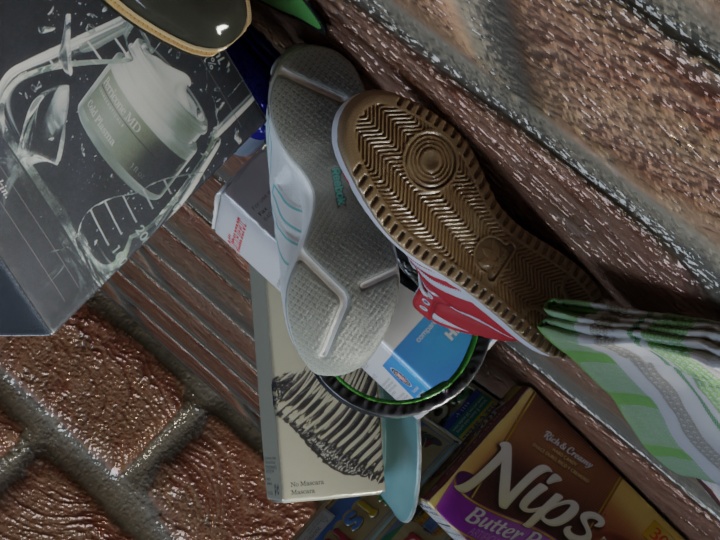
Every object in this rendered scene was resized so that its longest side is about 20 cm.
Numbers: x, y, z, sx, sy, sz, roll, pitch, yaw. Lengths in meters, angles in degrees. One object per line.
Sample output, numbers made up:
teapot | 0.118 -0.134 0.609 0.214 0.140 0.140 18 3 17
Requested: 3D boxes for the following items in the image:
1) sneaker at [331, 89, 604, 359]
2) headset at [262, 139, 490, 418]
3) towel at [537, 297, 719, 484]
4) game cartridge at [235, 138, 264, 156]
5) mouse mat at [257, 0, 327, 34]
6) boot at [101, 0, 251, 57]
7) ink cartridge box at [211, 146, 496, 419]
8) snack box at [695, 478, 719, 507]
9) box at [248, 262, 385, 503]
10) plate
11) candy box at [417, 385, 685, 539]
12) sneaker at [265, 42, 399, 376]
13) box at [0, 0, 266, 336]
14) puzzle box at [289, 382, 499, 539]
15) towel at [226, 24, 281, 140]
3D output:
sneaker | 0.043 -0.025 1.335 0.200 0.071 0.112 44 168 -19
headset | 0.004 -0.005 1.460 0.201 0.123 0.094 60 173 4
towel | 0.187 0.079 1.231 0.149 0.031 0.200 48 162 -23
game cartridge | -0.134 -0.159 1.605 0.200 0.042 0.133 44 175 -5
mouse mat | -0.107 -0.213 1.334 0.200 0.008 0.161 31 165 49
boot | -0.106 -0.192 1.196 0.200 0.078 0.138 50 162 -23
ink cartridge box | 0.000 0.000 1.584 0.200 0.086 0.146 44 170 2
snack box | 0.212 0.111 1.368 0.200 0.024 0.072 48 168 -26
box | -0.033 0.065 1.691 0.068 0.081 0.202 161 103 -78
plate | 0.012 0.090 1.752 0.200 0.025 0.202 173 90 -80
candy box | 0.150 0.194 1.722 0.200 0.117 0.056 45 170 -7
sneaker | -0.019 -0.039 1.386 0.080 0.070 0.202 -128 33 -73
box | -0.192 -0.101 1.300 0.123 0.197 0.201 -2 128 48
puzzle box | 0.048 0.180 1.835 0.133 0.200 0.025 32 166 44
towel | -0.123 -0.172 1.436 0.200 0.050 0.148 50 172 -25
